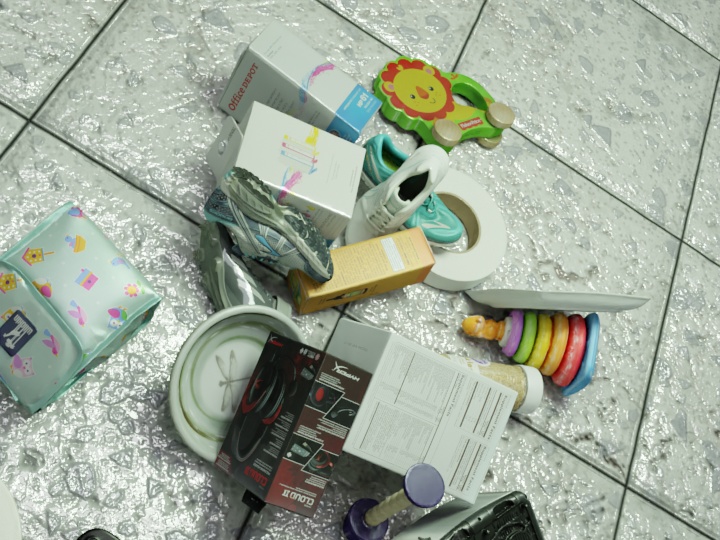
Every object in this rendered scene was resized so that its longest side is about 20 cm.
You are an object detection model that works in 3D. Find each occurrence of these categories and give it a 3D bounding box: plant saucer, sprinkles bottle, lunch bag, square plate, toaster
[{"bbox_3d":[-0.153,0.138,1.313,0.198,0.050,0.202,-6,102,-32],"label":"plant saucer"},{"bbox_3d":[0.157,0.156,1.482,0.198,0.068,0.069,11,59,-22],"label":"sprinkles bottle"},{"bbox_3d":[-0.363,0.048,1.244,0.171,0.122,0.200,47,61,1],"label":"lunch bag"},{"bbox_3d":[0.284,0.044,1.543,0.196,0.200,0.029,3,88,-25],"label":"square plate"},{"bbox_3d":[0.140,0.376,1.301,0.180,0.118,0.202,-24,94,-35],"label":"toaster"}]

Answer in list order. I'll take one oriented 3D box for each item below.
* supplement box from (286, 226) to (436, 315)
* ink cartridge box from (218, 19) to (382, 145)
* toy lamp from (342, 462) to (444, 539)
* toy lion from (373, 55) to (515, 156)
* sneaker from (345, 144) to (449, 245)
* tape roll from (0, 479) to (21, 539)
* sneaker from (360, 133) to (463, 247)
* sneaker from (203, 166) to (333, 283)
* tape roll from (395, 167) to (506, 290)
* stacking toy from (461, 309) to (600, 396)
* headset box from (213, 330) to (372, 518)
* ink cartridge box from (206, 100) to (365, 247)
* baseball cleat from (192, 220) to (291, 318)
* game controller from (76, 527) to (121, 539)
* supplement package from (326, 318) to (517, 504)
[{"bbox_3d":[0.000,0.000,1.468,0.198,0.067,0.069,-17,70,-22],"label":"supplement box"},{"bbox_3d":[-0.090,-0.241,1.525,0.199,0.145,0.085,36,53,-5],"label":"ink cartridge box"},{"bbox_3d":[0.031,0.285,1.264,0.058,0.200,0.059,12,58,-19],"label":"toy lamp"},{"bbox_3d":[0.125,-0.273,1.713,0.199,0.069,0.192,-21,67,-34],"label":"toy lion"},{"bbox_3d":[0.041,-0.094,1.483,0.070,0.200,0.080,41,25,-4],"label":"sneaker"},{"bbox_3d":[-0.459,0.287,1.103,0.201,0.037,0.205,13,58,-22],"label":"tape roll"},{"bbox_3d":[0.074,-0.115,1.537,0.200,0.080,0.077,45,53,2],"label":"sneaker"},{"bbox_3d":[-0.119,-0.046,1.378,0.200,0.086,0.078,42,21,-21],"label":"sneaker"},{"bbox_3d":[0.129,-0.065,1.609,0.201,0.037,0.205,12,60,-21],"label":"tape roll"},{"bbox_3d":[0.244,0.100,1.551,0.198,0.116,0.111,15,65,-3],"label":"stacking toy"},{"bbox_3d":[-0.086,0.188,1.246,0.075,0.148,0.202,26,84,-31],"label":"headset box"},{"bbox_3d":[-0.114,-0.126,1.461,0.198,0.129,0.126,21,56,-15],"label":"ink cartridge box"},{"bbox_3d":[-0.154,0.026,1.403,0.106,0.070,0.202,-7,77,-36],"label":"baseball cleat"},{"bbox_3d":[-0.250,0.378,1.167,0.199,0.042,0.105,38,53,-3],"label":"game controller"},{"bbox_3d":[0.057,0.173,1.320,0.199,0.151,0.152,26,83,-24],"label":"supplement package"}]
